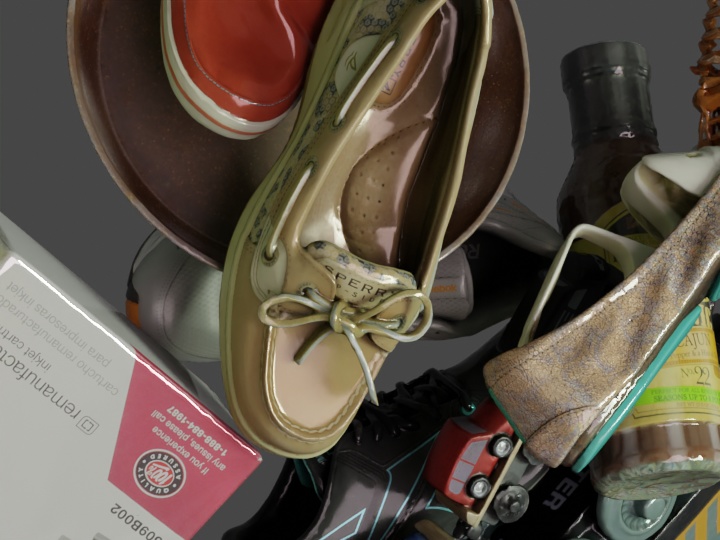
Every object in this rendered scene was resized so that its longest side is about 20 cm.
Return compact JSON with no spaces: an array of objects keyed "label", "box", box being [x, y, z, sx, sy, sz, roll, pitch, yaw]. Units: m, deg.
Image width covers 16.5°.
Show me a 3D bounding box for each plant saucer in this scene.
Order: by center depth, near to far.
[{"label":"plant saucer","box":[-0.027,-0.085,1.020,0.200,0.034,0.201,5,76,-21]}]

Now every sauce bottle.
[{"label":"sauce bottle","box":[0.119,-0.002,1.094,0.065,0.065,0.201,1,72,-28]}]

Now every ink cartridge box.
[{"label":"ink cartridge box","box":[-0.162,0.094,0.979,0.200,0.083,0.146,-48,119,1]}]

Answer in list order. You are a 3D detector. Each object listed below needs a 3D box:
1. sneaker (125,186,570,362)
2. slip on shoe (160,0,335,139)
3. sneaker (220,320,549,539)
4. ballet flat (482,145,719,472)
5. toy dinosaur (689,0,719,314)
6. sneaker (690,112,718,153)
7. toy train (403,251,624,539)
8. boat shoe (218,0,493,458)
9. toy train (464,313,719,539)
[{"label":"sneaker","box":[0.000,0.000,1.055,0.199,0.092,0.076,-13,108,-24]},{"label":"slip on shoe","box":[-0.025,-0.146,0.985,0.074,0.061,0.201,27,70,-15]},{"label":"sneaker","box":[0.021,0.085,1.097,0.200,0.075,0.079,-48,116,-11]},{"label":"ballet flat","box":[0.122,-0.007,1.010,0.067,0.068,0.200,40,64,10]},{"label":"toy dinosaur","box":[0.196,-0.041,1.100,0.135,0.102,0.200,-17,114,21]},{"label":"sneaker","box":[0.197,-0.036,1.172,0.088,0.075,0.201,-1,95,-16]},{"label":"toy train","box":[0.052,0.081,1.050,0.046,0.034,0.200,24,97,-33]},{"label":"boat shoe","box":[-0.001,-0.023,0.951,0.073,0.063,0.201,13,92,-25]},{"label":"toy train","box":[0.125,0.114,1.159,0.200,0.085,0.114,-48,130,-12]}]
